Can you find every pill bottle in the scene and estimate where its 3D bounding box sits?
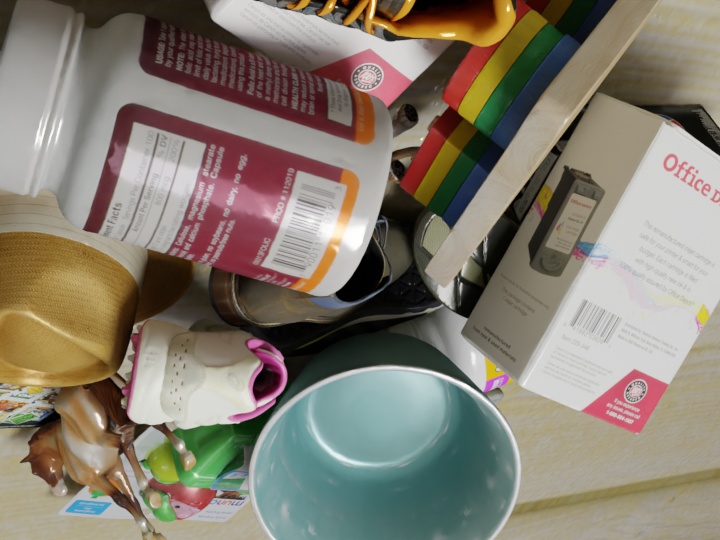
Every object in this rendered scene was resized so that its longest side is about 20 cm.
[{"bbox_3d":[0.114,0.042,0.961,0.197,0.105,0.105,-19,143,-13],"label":"pill bottle"},{"bbox_3d":[-0.092,-0.065,0.602,0.197,0.115,0.115,16,129,-17],"label":"pill bottle"}]

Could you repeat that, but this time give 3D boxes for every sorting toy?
[{"bbox_3d":[0.106,-0.118,0.694,0.201,0.069,0.199,-50,175,-29],"label":"sorting toy"}]

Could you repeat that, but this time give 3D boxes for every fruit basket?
[{"bbox_3d":[-0.125,0.168,0.964,0.183,0.095,0.200,15,129,-44],"label":"fruit basket"}]

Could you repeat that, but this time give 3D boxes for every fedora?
[{"bbox_3d":[-0.193,0.019,0.700,0.196,0.083,0.202,-3,152,-2],"label":"fedora"}]

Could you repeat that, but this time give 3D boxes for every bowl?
[{"bbox_3d":[0.016,0.128,0.868,0.197,0.106,0.204,-1,118,-2],"label":"bowl"}]

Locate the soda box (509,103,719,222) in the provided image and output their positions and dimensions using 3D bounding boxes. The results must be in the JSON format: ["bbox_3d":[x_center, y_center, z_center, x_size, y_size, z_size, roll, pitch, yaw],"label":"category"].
[{"bbox_3d":[0.200,-0.085,0.901,0.197,0.064,0.071,-3,137,-31],"label":"soda box"}]

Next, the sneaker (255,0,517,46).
[{"bbox_3d":[-0.007,-0.147,0.533,0.197,0.078,0.079,-4,138,-30],"label":"sneaker"}]

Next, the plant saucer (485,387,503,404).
[{"bbox_3d":[0.033,0.139,1.039,0.197,0.051,0.200,-25,167,-6],"label":"plant saucer"}]

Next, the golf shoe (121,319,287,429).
[{"bbox_3d":[-0.086,0.072,0.752,0.090,0.077,0.200,6,180,9],"label":"golf shoe"}]

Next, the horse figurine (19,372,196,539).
[{"bbox_3d":[-0.179,0.123,0.806,0.050,0.132,0.201,-35,161,-34],"label":"horse figurine"}]

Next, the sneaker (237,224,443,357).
[{"bbox_3d":[-0.012,0.020,0.901,0.197,0.073,0.083,-15,165,-17],"label":"sneaker"}]

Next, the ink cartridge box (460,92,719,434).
[{"bbox_3d":[0.185,-0.001,0.827,0.146,0.085,0.202,25,97,-36],"label":"ink cartridge box"}]

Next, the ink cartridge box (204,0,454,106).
[{"bbox_3d":[0.019,-0.199,0.625,0.199,0.086,0.145,-41,143,19],"label":"ink cartridge box"}]

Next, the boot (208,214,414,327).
[{"bbox_3d":[0.000,0.000,0.777,0.096,0.076,0.199,-3,-170,40],"label":"boot"}]

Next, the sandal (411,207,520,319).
[{"bbox_3d":[0.115,0.002,0.878,0.199,0.057,0.081,21,102,-33],"label":"sandal"}]

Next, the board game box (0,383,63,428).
[{"bbox_3d":[-0.278,0.080,0.796,0.197,0.024,0.105,4,147,-38],"label":"board game box"}]

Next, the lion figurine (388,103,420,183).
[{"bbox_3d":[-0.042,-0.057,0.765,0.198,0.074,0.122,0,156,-42],"label":"lion figurine"}]
